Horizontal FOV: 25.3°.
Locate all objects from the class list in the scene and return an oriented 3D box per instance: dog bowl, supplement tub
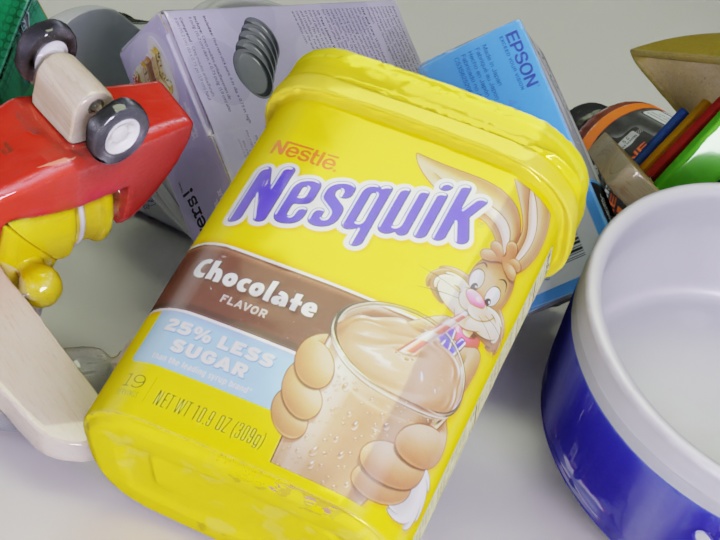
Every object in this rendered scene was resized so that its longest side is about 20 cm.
[{"bbox_3d":[0.186,0.056,0.742,0.198,0.079,0.201,9,45,-9],"label":"dog bowl"},{"bbox_3d":[0.215,-0.056,1.151,0.106,0.108,0.200,2,22,-31],"label":"supplement tub"}]

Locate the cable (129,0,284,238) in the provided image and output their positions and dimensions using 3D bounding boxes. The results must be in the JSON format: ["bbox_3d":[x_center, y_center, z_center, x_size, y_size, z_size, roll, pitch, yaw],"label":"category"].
[{"bbox_3d":[-0.043,-0.074,0.959,0.200,0.069,0.200,50,36,5],"label":"cable"}]

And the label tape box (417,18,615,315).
[{"bbox_3d":[0.103,-0.055,0.920,0.066,0.145,0.200,-24,-5,13],"label":"label tape box"}]

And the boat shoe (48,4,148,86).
[{"bbox_3d":[-0.172,-0.141,1.038,0.066,0.071,0.200,12,14,17],"label":"boat shoe"}]

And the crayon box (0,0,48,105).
[{"bbox_3d":[-0.220,-0.101,0.893,0.117,0.059,0.200,17,-15,7],"label":"crayon box"}]

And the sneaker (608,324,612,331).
[{"bbox_3d":[0.168,0.052,0.860,0.099,0.076,0.199,24,21,28],"label":"sneaker"}]

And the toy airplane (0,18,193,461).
[{"bbox_3d":[-0.184,-0.007,0.727,0.197,0.142,0.202,5,55,5],"label":"toy airplane"}]

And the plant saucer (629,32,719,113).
[{"bbox_3d":[0.275,-0.072,0.946,0.200,0.048,0.200,45,-5,-20],"label":"plant saucer"}]

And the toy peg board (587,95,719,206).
[{"bbox_3d":[0.241,-0.026,0.935,0.200,0.098,0.199,44,11,-3],"label":"toy peg board"}]

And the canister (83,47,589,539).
[{"bbox_3d":[-0.007,0.018,0.668,0.147,0.087,0.201,20,58,14],"label":"canister"}]

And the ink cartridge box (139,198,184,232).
[{"bbox_3d":[-0.141,-0.077,1.049,0.199,0.045,0.094,24,20,27],"label":"ink cartridge box"}]

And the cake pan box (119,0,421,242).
[{"bbox_3d":[-0.015,-0.048,0.866,0.183,0.052,0.202,-15,77,-44],"label":"cake pan box"}]
